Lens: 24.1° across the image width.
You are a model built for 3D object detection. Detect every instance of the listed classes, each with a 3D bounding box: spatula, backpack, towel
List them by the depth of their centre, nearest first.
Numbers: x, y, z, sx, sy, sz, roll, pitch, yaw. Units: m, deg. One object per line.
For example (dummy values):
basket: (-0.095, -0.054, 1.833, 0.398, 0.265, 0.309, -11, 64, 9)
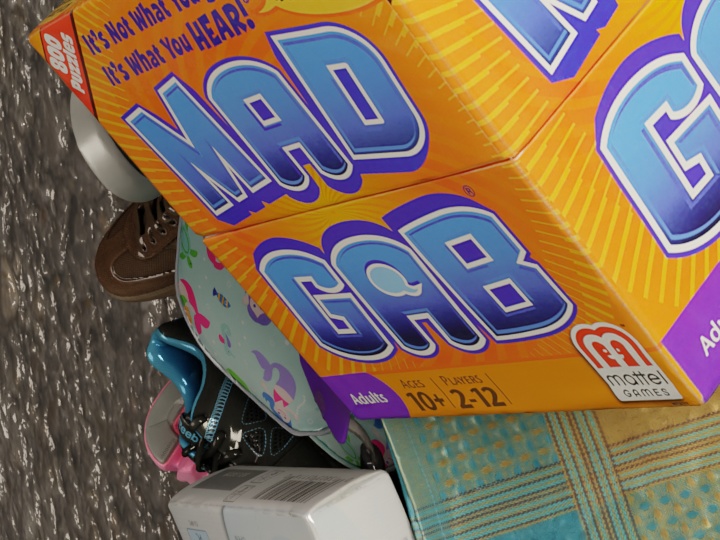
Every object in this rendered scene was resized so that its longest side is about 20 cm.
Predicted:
towel: (0.110, 0.067, 0.672, 0.200, 0.022, 0.147, -19, 78, 16)
spatula: (-0.003, 0.077, 0.754, 0.200, 0.021, 0.057, 74, 172, -52)
backpack: (0.000, 0.000, 0.835, 0.177, 0.150, 0.200, 40, 140, 29)

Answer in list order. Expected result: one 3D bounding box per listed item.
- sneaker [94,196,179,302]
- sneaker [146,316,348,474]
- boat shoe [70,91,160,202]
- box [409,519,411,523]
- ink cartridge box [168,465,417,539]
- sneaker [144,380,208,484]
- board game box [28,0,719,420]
sneaker: (-0.089, -0.050, 0.956, 0.200, 0.076, 0.071, -30, 57, 24)
sneaker: (-0.057, 0.105, 0.906, 0.073, 0.082, 0.200, -61, 42, 38)
boat shoe: (-0.084, -0.100, 0.857, 0.064, 0.200, 0.071, -28, 106, 26)
box: (0.040, 0.198, 0.855, 0.100, 0.075, 0.200, 30, 135, 7)
ink cartridge box: (-0.005, 0.186, 0.763, 0.160, 0.047, 0.200, -12, 101, 61)
sneaker: (-0.037, 0.133, 1.018, 0.200, 0.095, 0.079, 37, 90, 28)
board game box: (0.049, -0.088, 0.597, 0.200, 0.200, 0.200, 50, 152, -18)
